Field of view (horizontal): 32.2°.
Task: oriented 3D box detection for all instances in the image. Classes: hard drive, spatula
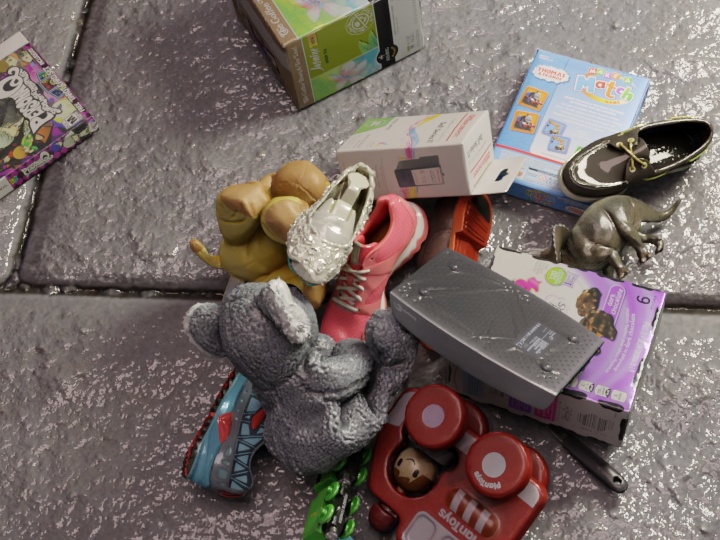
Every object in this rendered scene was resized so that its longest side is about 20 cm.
[{"bbox_3d":[0.137,0.060,1.282,0.199,0.043,0.135,31,38,19],"label":"hard drive"},{"bbox_3d":[0.214,0.170,1.355,0.056,0.021,0.200,-37,63,-20],"label":"spatula"}]

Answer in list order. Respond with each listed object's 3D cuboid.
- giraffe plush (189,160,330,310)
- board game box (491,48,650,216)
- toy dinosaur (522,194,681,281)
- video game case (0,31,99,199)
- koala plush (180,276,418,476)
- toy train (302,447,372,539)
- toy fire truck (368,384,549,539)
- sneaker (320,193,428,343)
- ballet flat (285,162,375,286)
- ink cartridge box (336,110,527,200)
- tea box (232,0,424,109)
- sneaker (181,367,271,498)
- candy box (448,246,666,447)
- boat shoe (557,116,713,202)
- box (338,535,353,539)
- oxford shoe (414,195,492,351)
[{"bbox_3d":[-0.083,-0.056,1.458,0.172,0.200,0.163,43,52,-9],"label":"giraffe plush"},{"bbox_3d":[0.254,-0.170,1.535,0.150,0.037,0.201,18,66,17],"label":"board game box"},{"bbox_3d":[0.286,-0.042,1.430,0.199,0.077,0.103,-37,79,-4],"label":"toy dinosaur"},{"bbox_3d":[-0.471,-0.203,1.651,0.181,0.036,0.200,-37,63,-12],"label":"video game case"},{"bbox_3d":[-0.072,0.087,1.278,0.176,0.200,0.185,-10,44,40],"label":"koala plush"},{"bbox_3d":[-0.020,0.210,1.317,0.042,0.056,0.201,39,36,-18],"label":"toy train"},{"bbox_3d":[0.091,0.224,1.301,0.199,0.112,0.169,35,89,25],"label":"toy fire truck"},{"bbox_3d":[0.000,0.000,1.423,0.073,0.087,0.202,24,84,30],"label":"sneaker"},{"bbox_3d":[-0.026,-0.060,1.321,0.071,0.072,0.200,7,31,11],"label":"ballet flat"},{"bbox_3d":[0.086,-0.137,1.468,0.198,0.068,0.117,-1,26,22],"label":"ink cartridge box"},{"bbox_3d":[-0.051,-0.355,1.625,0.196,0.134,0.201,-29,61,-9],"label":"tea box"},{"bbox_3d":[-0.119,0.165,1.386,0.095,0.079,0.201,32,59,-7],"label":"sneaker"},{"bbox_3d":[0.214,0.079,1.364,0.198,0.072,0.169,16,53,15],"label":"candy box"},{"bbox_3d":[0.323,-0.136,1.461,0.200,0.061,0.072,-19,78,-22],"label":"boat shoe"},{"bbox_3d":[0.011,0.357,1.259,0.082,0.049,0.200,-39,63,-14],"label":"box"},{"bbox_3d":[0.095,0.001,1.454,0.072,0.071,0.202,-1,60,42],"label":"oxford shoe"}]
